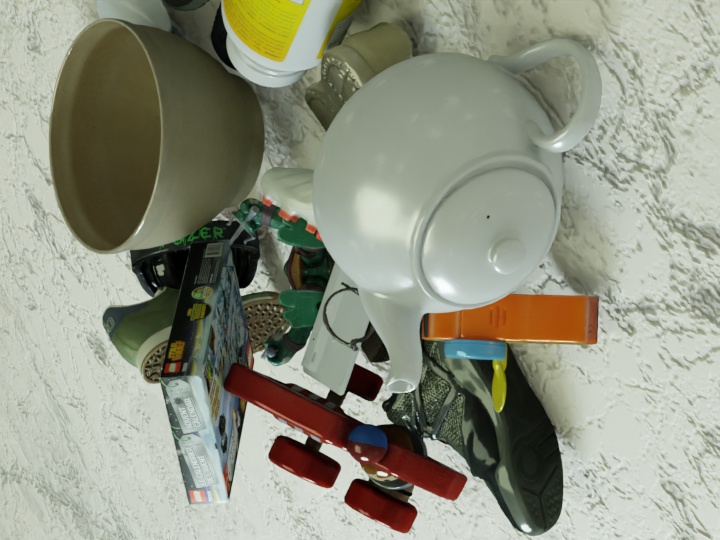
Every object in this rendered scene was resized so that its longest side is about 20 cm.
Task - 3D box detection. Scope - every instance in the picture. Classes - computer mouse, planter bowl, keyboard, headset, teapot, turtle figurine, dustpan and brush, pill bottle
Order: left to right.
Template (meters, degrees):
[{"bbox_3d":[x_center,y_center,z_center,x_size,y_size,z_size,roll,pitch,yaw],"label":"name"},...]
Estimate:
[{"bbox_3d":[-0.217,-0.253,1.856,0.200,0.057,0.140,43,160,19],"label":"dustpan and brush"},{"bbox_3d":[-0.168,-0.115,1.739,0.199,0.134,0.202,1,92,54],"label":"planter bowl"},{"bbox_3d":[-0.161,-0.024,1.921,0.200,0.122,0.095,103,160,-75],"label":"headset"},{"bbox_3d":[-0.095,-0.231,1.675,0.059,0.034,0.201,51,151,19],"label":"computer mouse"},{"bbox_3d":[-0.058,0.001,1.767,0.200,0.100,0.151,165,86,-81],"label":"turtle figurine"},{"bbox_3d":[-0.049,-0.222,1.525,0.105,0.104,0.200,53,152,12],"label":"pill bottle"},{"bbox_3d":[0.000,0.000,1.640,0.056,0.011,0.202,26,102,41],"label":"keyboard"},{"bbox_3d":[0.072,-0.049,1.390,0.146,0.196,0.201,46,151,48],"label":"teapot"}]

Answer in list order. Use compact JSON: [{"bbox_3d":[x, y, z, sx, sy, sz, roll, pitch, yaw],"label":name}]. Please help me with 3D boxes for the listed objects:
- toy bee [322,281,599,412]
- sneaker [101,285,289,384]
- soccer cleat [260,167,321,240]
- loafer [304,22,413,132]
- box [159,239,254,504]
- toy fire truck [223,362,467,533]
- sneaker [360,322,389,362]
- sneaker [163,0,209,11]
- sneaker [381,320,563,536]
[{"bbox_3d":[0.089,0.029,1.526,0.199,0.132,0.109,23,-178,14],"label":"toy bee"},{"bbox_3d":[-0.158,0.042,1.876,0.090,0.199,0.068,36,124,29],"label":"sneaker"},{"bbox_3d":[-0.002,-0.054,1.600,0.199,0.078,0.069,26,177,44],"label":"soccer cleat"},{"bbox_3d":[0.006,-0.139,1.561,0.076,0.068,0.200,56,169,3],"label":"loafer"},{"bbox_3d":[-0.131,0.086,1.724,0.201,0.039,0.138,-83,-14,-56],"label":"box"},{"bbox_3d":[-0.010,0.143,1.710,0.199,0.113,0.168,27,180,20],"label":"toy fire truck"},{"bbox_3d":[0.035,0.006,1.648,0.076,0.070,0.200,66,150,19],"label":"sneaker"},{"bbox_3d":[-0.136,-0.282,1.624,0.200,0.081,0.074,139,143,-57],"label":"sneaker"},{"bbox_3d":[0.091,0.130,1.638,0.114,0.076,0.201,-28,89,44],"label":"sneaker"}]
